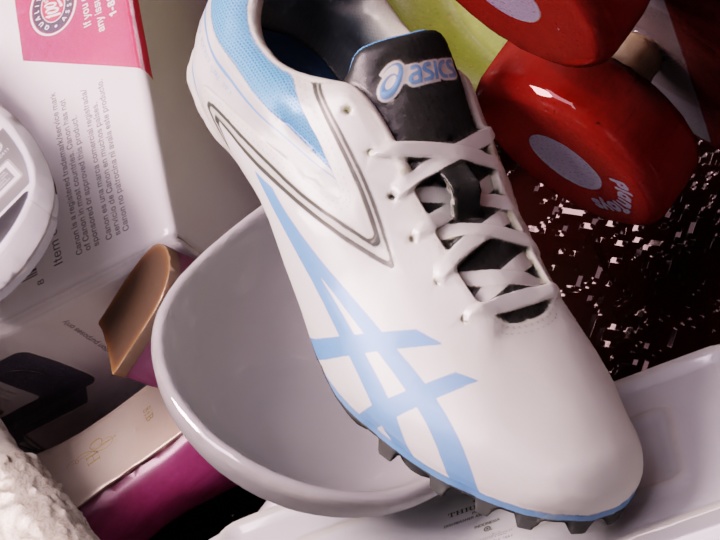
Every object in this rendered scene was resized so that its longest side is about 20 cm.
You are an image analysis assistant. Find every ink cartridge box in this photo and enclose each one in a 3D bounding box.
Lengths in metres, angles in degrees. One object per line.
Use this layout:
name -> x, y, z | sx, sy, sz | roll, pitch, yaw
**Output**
ink cartridge box -> -0.134, -0.013, 0.937 | 0.199, 0.084, 0.145 | -26, 56, 20

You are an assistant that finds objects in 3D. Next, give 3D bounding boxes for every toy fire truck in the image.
toy fire truck -> 0.117, -0.074, 0.711 | 0.167, 0.200, 0.112 | 28, 72, 28

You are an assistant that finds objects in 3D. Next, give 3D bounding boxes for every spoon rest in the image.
spoon rest -> 0.000, 0.000, 0.791 | 0.200, 0.099, 0.061 | -70, 0, -55

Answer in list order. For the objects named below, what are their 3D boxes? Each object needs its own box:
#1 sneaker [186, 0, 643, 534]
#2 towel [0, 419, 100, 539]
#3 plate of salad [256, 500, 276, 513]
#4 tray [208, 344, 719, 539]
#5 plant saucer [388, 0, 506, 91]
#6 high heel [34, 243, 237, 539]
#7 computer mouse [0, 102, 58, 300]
sneaker -> 0.015, -0.016, 0.733 | 0.200, 0.072, 0.073 | 57, 142, 26
towel -> -0.164, 0.126, 0.838 | 0.200, 0.034, 0.133 | -51, 54, 11
plate of salad -> 0.033, 0.119, 0.774 | 0.199, 0.048, 0.201 | -11, 62, 22
tray -> 0.036, 0.074, 0.744 | 0.199, 0.022, 0.108 | -21, 32, 10
plant saucer -> 0.091, -0.137, 0.881 | 0.199, 0.031, 0.201 | -14, 61, 27
high heel -> -0.069, 0.082, 0.881 | 0.200, 0.096, 0.068 | -52, 31, 30
computer mouse -> -0.153, -0.038, 0.880 | 0.110, 0.044, 0.200 | -43, 47, -2
